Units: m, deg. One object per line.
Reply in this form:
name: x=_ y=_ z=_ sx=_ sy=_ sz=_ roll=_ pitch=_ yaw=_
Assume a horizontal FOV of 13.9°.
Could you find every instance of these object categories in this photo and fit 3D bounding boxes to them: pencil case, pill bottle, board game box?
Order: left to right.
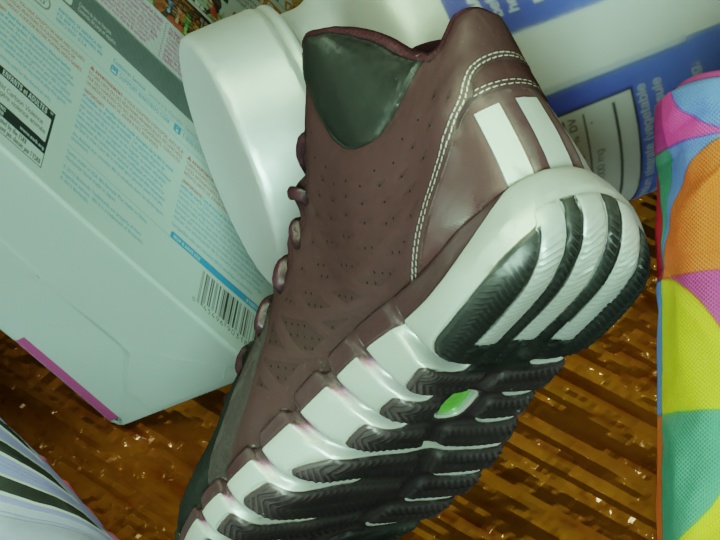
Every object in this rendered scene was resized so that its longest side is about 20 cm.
board game box: x=-0.086 y=-0.074 z=0.956 sx=0.064 sy=0.148 sz=0.200 roll=-22 pitch=39 yaw=32
pill bottle: x=0.051 y=-0.069 z=0.907 sx=0.200 sy=0.112 sz=0.112 roll=-21 pitch=43 yaw=-10
pencil case: x=0.116 y=0.042 z=0.745 sx=0.088 sy=0.088 sz=0.200 roll=0 pitch=85 yaw=23

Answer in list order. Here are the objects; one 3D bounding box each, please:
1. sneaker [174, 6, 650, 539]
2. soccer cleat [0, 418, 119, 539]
sneaker: x=0.000 y=0.000 z=0.829 sx=0.076 sy=0.200 sz=0.116 roll=1 pitch=58 yaw=-38
soccer cleat: x=-0.088 y=0.095 z=0.868 sx=0.076 sy=0.067 sz=0.200 roll=-9 pitch=35 yaw=-23
